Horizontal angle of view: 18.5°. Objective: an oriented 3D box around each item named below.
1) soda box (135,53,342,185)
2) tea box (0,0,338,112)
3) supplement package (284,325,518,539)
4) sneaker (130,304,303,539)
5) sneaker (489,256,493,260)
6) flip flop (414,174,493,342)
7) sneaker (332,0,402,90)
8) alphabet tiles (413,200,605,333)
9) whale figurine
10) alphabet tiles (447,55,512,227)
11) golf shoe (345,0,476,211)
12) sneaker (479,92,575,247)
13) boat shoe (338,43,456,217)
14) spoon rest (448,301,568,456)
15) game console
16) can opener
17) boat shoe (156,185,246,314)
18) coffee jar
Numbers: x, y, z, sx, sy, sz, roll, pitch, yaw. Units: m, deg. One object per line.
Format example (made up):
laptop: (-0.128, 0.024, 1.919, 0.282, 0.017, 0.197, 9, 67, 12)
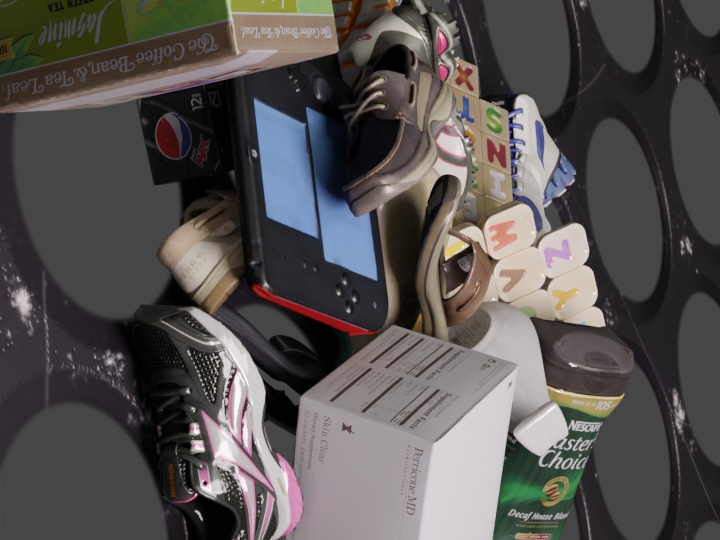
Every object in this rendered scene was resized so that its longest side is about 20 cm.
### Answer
soda box: (-0.083, -0.115, 1.639, 0.200, 0.063, 0.071, -22, 102, -59)
tea box: (-0.142, -0.216, 1.432, 0.133, 0.199, 0.198, -12, 92, -60)
supplement package: (0.027, 0.169, 1.625, 0.156, 0.110, 0.201, -36, 137, -57)
sneaker: (-0.108, 0.118, 1.520, 0.086, 0.080, 0.201, -43, 114, -43)
sneaker: (0.085, -0.007, 1.880, 0.201, 0.075, 0.071, 65, 34, -25)
flip flop: (0.073, 0.014, 1.675, 0.081, 0.057, 0.201, -78, 168, -55)
sneaker: (0.005, -0.217, 1.811, 0.077, 0.078, 0.201, 59, 37, -50)
alphabet tiles: (0.120, 0.047, 1.859, 0.195, 0.015, 0.201, -23, 114, -20)
whale figurine: (0.000, 0.000, 1.737, 0.159, 0.103, 0.201, -22, 124, -49)
alphabet tiles: (0.065, -0.106, 1.871, 0.166, 0.006, 0.201, 21, 54, -33)
golf shoe: (0.036, -0.123, 1.764, 0.088, 0.077, 0.201, -29, 130, -21)
sneaker: (0.128, -0.093, 1.988, 0.116, 0.080, 0.200, 63, 27, -20)
boat shoe: (0.013, -0.105, 1.614, 0.073, 0.074, 0.200, 52, 24, -15)
spoon rest: (0.112, 0.089, 1.743, 0.061, 0.099, 0.200, 52, 1, -31)
game console: (-0.038, -0.061, 1.576, 0.177, 0.031, 0.201, 28, 51, -60)
can opener: (-0.074, 0.075, 1.618, 0.064, 0.079, 0.200, -55, 138, 2)
boat shoe: (-0.094, -0.032, 1.585, 0.065, 0.072, 0.200, 38, 24, -2)
coffee jar: (0.148, 0.136, 1.831, 0.104, 0.085, 0.201, 7, 114, -34)
